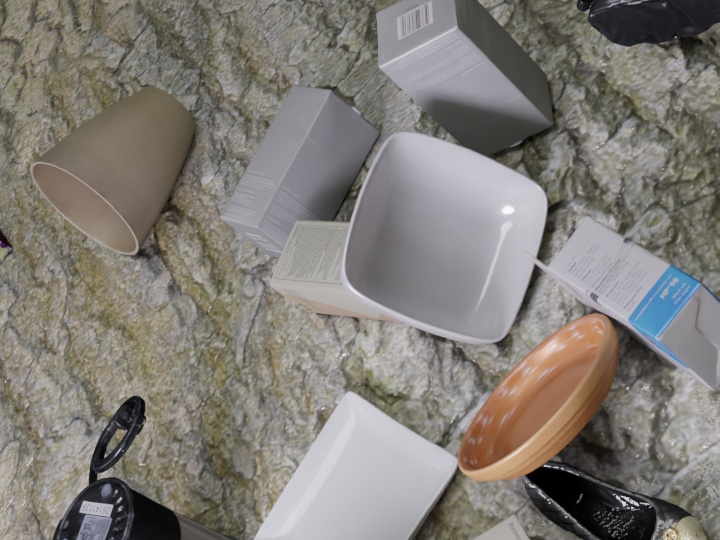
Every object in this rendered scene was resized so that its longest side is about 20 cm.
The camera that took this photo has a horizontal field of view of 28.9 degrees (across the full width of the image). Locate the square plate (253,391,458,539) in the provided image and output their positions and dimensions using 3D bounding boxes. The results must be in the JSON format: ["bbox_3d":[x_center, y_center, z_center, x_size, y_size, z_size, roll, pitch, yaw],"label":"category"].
[{"bbox_3d":[-0.003,0.248,1.471,0.198,0.028,0.200,27,83,50],"label":"square plate"}]

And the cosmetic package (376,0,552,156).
[{"bbox_3d":[0.117,-0.219,1.543,0.107,0.200,0.090,-23,51,28],"label":"cosmetic package"}]

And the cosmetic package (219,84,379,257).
[{"bbox_3d":[-0.074,-0.121,1.739,0.090,0.107,0.200,13,71,47],"label":"cosmetic package"}]

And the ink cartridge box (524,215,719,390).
[{"bbox_3d":[0.258,0.020,1.313,0.067,0.116,0.200,-53,40,1],"label":"ink cartridge box"}]

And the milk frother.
[{"bbox_3d":[-0.221,0.268,1.541,0.180,0.188,0.200,20,78,48],"label":"milk frother"}]

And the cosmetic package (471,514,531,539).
[{"bbox_3d":[0.087,0.322,1.258,0.200,0.073,0.104,-33,43,0],"label":"cosmetic package"}]

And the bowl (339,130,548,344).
[{"bbox_3d":[0.081,-0.028,1.483,0.075,0.200,0.200,136,155,-71],"label":"bowl"}]

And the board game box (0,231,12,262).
[{"bbox_3d":[-0.643,-0.037,2.287,0.120,0.032,0.200,-55,40,5],"label":"board game box"}]

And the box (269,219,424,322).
[{"bbox_3d":[0.000,0.000,1.603,0.200,0.078,0.095,6,67,46],"label":"box"}]

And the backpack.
[{"bbox_3d":[0.326,-0.343,1.499,0.167,0.127,0.200,-6,57,28],"label":"backpack"}]

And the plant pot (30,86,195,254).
[{"bbox_3d":[-0.328,-0.158,1.972,0.187,0.187,0.200,12,57,47],"label":"plant pot"}]

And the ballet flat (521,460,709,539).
[{"bbox_3d":[0.222,0.221,1.251,0.200,0.057,0.066,14,74,48],"label":"ballet flat"}]

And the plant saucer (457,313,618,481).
[{"bbox_3d":[0.173,0.126,1.323,0.200,0.037,0.200,-45,9,9],"label":"plant saucer"}]
